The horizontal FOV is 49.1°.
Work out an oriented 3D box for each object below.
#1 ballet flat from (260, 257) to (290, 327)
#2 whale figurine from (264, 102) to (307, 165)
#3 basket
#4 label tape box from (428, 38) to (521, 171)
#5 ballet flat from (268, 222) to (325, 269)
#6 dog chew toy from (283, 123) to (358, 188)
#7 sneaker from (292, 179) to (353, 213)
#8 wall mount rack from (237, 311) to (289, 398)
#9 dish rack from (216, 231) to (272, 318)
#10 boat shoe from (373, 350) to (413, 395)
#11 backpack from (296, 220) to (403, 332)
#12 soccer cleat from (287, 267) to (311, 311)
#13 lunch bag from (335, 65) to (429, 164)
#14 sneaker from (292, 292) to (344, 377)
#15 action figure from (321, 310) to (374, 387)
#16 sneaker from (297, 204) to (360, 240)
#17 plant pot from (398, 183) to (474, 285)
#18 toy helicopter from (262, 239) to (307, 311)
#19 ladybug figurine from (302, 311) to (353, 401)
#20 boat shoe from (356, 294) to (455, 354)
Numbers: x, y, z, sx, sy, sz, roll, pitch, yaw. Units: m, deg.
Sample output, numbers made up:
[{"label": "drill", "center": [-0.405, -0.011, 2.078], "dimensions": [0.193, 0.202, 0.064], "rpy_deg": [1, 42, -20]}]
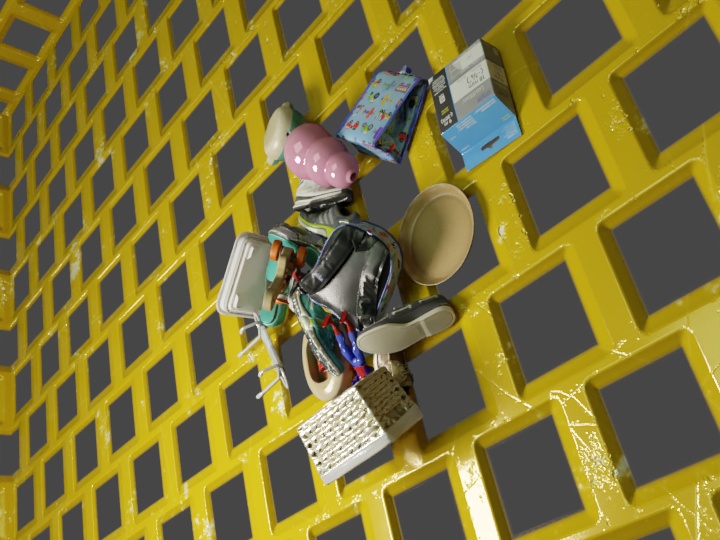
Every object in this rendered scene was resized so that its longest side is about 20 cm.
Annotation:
[{"label": "ballet flat", "center": [-0.192, 0.036, 1.871], "dimensions": [0.066, 0.070, 0.205], "rpy_deg": [7, 79, 21]}, {"label": "whale figurine", "center": [-0.187, -0.337, 1.975], "dimensions": [0.200, 0.101, 0.163], "rpy_deg": [-155, 81, -72]}, {"label": "basket", "center": [-0.005, 0.286, 1.476], "dimensions": [0.199, 0.135, 0.125], "rpy_deg": [-39, 81, 33]}, {"label": "label tape box", "center": [0.219, -0.320, 1.528], "dimensions": [0.143, 0.062, 0.205], "rpy_deg": [-32, 57, 39]}, {"label": "ballet flat", "center": [-0.119, -0.055, 1.811], "dimensions": [0.198, 0.072, 0.073], "rpy_deg": [31, 103, 17]}, {"label": "dog chew toy", "center": [-0.080, -0.245, 1.743], "dimensions": [0.198, 0.123, 0.127], "rpy_deg": [32, 103, 36]}, {"label": "sneaker", "center": [-0.088, -0.204, 1.827], "dimensions": [0.198, 0.074, 0.119], "rpy_deg": [-6, 77, 49]}, {"label": "wall mount rack", "center": [-0.239, 0.211, 1.873], "dimensions": [0.203, 0.073, 0.175], "rpy_deg": [62, 162, 21]}, {"label": "dish rack", "center": [-0.251, 0.019, 1.884], "dimensions": [0.043, 0.170, 0.205], "rpy_deg": [20, 94, 37]}, {"label": "boat shoe", "center": [0.073, 0.213, 1.549], "dimensions": [0.073, 0.075, 0.206], "rpy_deg": [-2, 87, 41]}, {"label": "backpack", "center": [0.000, 0.000, 1.595], "dimensions": [0.197, 0.154, 0.194], "rpy_deg": [30, 116, 11]}, {"label": "soccer cleat", "center": [-0.131, 0.068, 1.783], "dimensions": [0.201, 0.067, 0.087], "rpy_deg": [-112, 37, -62]}, {"label": "lunch bag", "center": [0.056, -0.353, 1.710], "dimensions": [0.149, 0.093, 0.204], "rpy_deg": [25, 90, 50]}, {"label": "sneaker", "center": [-0.076, 0.123, 1.629], "dimensions": [0.078, 0.078, 0.203], "rpy_deg": [89, 158, -65]}, {"label": "action figure", "center": [-0.016, 0.191, 1.560], "dimensions": [0.064, 0.202, 0.100], "rpy_deg": [-13, 34, 29]}, {"label": "sneaker", "center": [-0.066, -0.111, 1.793], "dimensions": [0.198, 0.073, 0.083], "rpy_deg": [23, 87, 42]}, {"label": "plant pot", "center": [0.154, -0.069, 1.561], "dimensions": [0.197, 0.027, 0.206], "rpy_deg": [-15, 69, 44]}, {"label": "toy helicopter", "center": [-0.180, 0.032, 1.722], "dimensions": [0.201, 0.077, 0.135], "rpy_deg": [-69, -7, -59]}, {"label": "ladybug figurine", "center": [-0.065, 0.183, 1.701], "dimensions": [0.135, 0.071, 0.205], "rpy_deg": [-31, 59, 38]}, {"label": "boat shoe", "center": [0.084, 0.101, 1.517], "dimensions": [0.196, 0.074, 0.063], "rpy_deg": [-20, 40, 5]}]
